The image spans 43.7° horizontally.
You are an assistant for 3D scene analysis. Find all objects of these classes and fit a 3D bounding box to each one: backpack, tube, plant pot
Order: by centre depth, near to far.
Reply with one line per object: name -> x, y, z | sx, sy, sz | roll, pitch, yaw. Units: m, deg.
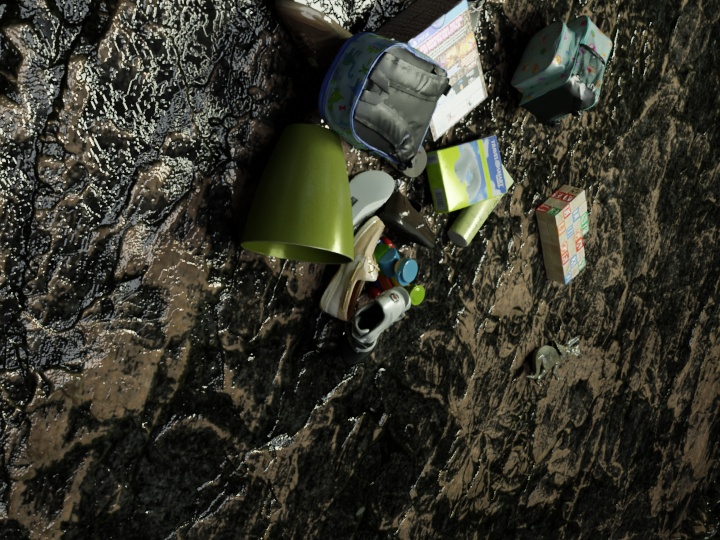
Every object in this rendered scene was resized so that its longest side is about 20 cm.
backpack -> 0.022, -0.283, 1.439 | 0.199, 0.146, 0.185 | 14, 105, -56
plant pot -> -0.089, -0.127, 1.458 | 0.186, 0.185, 0.203 | 16, 79, -47
backpack -> 0.412, -0.418, 1.827 | 0.153, 0.175, 0.201 | 39, 64, -15
tube -> 0.252, -0.141, 1.874 | 0.201, 0.052, 0.058 | -54, 164, -21

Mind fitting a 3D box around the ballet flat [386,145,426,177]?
ballet flat -> 0.057, -0.224, 1.651 | 0.199, 0.046, 0.068 | 19, 96, -52

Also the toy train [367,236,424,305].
toy train -> 0.078, 0.036, 1.720 | 0.085, 0.115, 0.201 | -44, 132, -22

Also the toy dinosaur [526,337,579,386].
toy dinosaur -> 0.455, 0.224, 2.224 | 0.198, 0.076, 0.104 | -7, 100, -38

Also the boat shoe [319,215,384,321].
boat shoe -> 0.000, 0.000, 1.630 | 0.202, 0.069, 0.074 | -62, 164, 15

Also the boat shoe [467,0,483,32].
boat shoe -> 0.199, -0.526, 1.652 | 0.066, 0.057, 0.202 | -30, 126, -33

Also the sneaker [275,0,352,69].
sneaker -> -0.067, -0.365, 1.442 | 0.199, 0.070, 0.076 | 20, 93, -47

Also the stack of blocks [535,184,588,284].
stack of blocks -> 0.482, -0.083, 2.118 | 0.115, 0.058, 0.202 | -38, 130, -28

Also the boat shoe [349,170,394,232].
boat shoe -> -0.014, -0.110, 1.612 | 0.200, 0.070, 0.064 | -42, 165, -36

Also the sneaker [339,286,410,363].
sneaker -> 0.004, 0.106, 1.658 | 0.088, 0.074, 0.201 | -16, 150, -50

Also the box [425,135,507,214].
box -> 0.218, -0.195, 1.795 | 0.198, 0.047, 0.124 | -20, 101, -38

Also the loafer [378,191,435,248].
loafer -> 0.100, -0.096, 1.697 | 0.072, 0.072, 0.200 | -69, 156, -4

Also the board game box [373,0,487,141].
board game box -> 0.127, -0.366, 1.617 | 0.159, 0.096, 0.202 | -41, 131, -26
